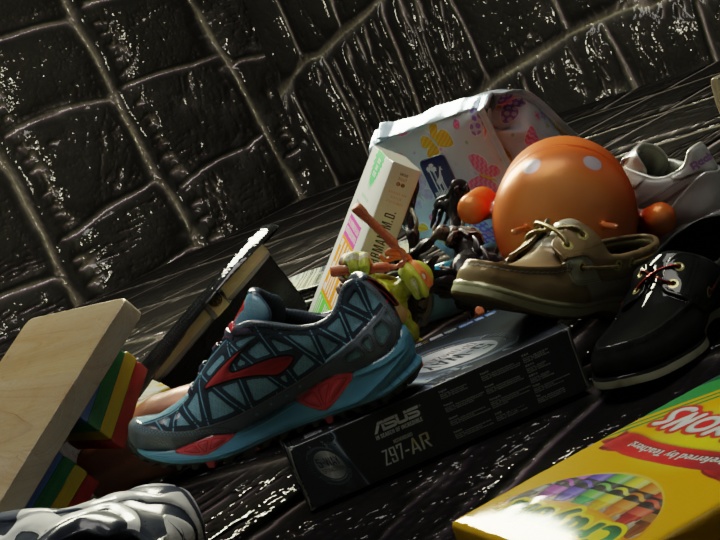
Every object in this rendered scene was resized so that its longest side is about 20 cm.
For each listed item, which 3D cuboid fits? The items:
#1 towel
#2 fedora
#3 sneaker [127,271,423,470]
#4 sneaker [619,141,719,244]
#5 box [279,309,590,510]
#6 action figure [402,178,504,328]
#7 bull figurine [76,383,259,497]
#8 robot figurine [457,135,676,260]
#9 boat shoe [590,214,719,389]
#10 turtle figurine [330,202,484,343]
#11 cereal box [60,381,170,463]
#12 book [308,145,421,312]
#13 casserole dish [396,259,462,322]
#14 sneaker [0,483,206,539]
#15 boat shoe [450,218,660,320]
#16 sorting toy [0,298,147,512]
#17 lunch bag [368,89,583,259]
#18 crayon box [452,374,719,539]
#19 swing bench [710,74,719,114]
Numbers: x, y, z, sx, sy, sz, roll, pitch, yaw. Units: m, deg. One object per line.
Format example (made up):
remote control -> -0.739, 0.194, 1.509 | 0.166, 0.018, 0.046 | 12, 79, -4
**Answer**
towel -> -0.017, 0.010, 1.771 | 0.190, 0.035, 0.200 | -18, 5, 5
fedora -> -0.115, 0.057, 1.256 | 0.201, 0.091, 0.201 | -48, 4, 4
sneaker -> -0.065, 0.059, 0.899 | 0.198, 0.096, 0.079 | -21, 6, 3
sneaker -> 0.239, -0.058, 1.215 | 0.199, 0.101, 0.075 | -16, 9, 46
box -> 0.040, 0.088, 0.950 | 0.198, 0.044, 0.160 | -23, 7, -5
action figure -> 0.086, 0.004, 1.213 | 0.117, 0.103, 0.201 | -4, 37, -16
bull figurine -> -0.137, 0.123, 1.126 | 0.198, 0.066, 0.121 | -21, 6, 0
robot figurine -> 0.165, -0.047, 1.109 | 0.117, 0.144, 0.200 | -49, 0, 13
boat shoe -> 0.201, 0.020, 0.914 | 0.073, 0.064, 0.201 | -9, 15, 39
turtle figurine -> -0.005, 0.036, 1.042 | 0.161, 0.200, 0.065 | -40, 48, 2
cereal box -> -0.233, 0.143, 1.355 | 0.143, 0.040, 0.199 | -26, 8, -33
book -> 0.000, 0.000, 1.183 | 0.048, 0.202, 0.134 | 19, 7, -7
casserole dish -> 0.044, 0.031, 1.374 | 0.198, 0.039, 0.121 | -19, 8, 25
sneaker -> -0.188, 0.181, 0.786 | 0.197, 0.081, 0.130 | -11, -1, 0
boat shoe -> 0.138, -0.003, 0.955 | 0.074, 0.067, 0.199 | 10, 5, 44
sorting toy -> -0.248, 0.131, 1.077 | 0.199, 0.069, 0.200 | -11, 45, 55
lunch bag -> 0.123, -0.090, 1.377 | 0.168, 0.200, 0.128 | -13, 50, 43
crayon box -> 0.126, 0.103, 0.564 | 0.198, 0.051, 0.127 | -25, 8, -21
swing bench -> 0.477, -0.177, 1.305 | 0.198, 0.131, 0.200 | -26, 3, -29
